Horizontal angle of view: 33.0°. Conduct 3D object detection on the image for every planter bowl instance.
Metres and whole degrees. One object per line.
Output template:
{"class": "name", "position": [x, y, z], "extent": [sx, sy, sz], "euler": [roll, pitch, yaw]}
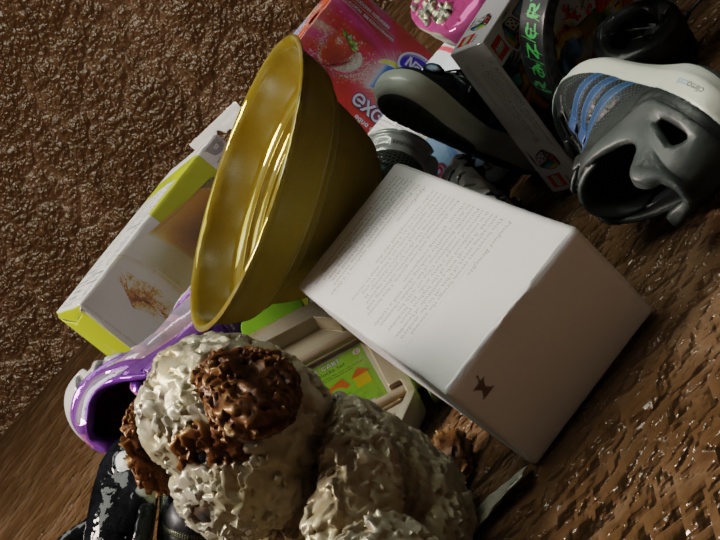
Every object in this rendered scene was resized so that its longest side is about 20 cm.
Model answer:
{"class": "planter bowl", "position": [-0.041, -0.045, 0.799], "extent": [0.200, 0.083, 0.201], "euler": [-162, 90, -72]}

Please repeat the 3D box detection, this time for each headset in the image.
{"class": "headset", "position": [0.180, -0.180, 0.815], "extent": [0.199, 0.124, 0.094], "euler": [-24, 29, -25]}

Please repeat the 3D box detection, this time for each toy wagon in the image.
{"class": "toy wagon", "position": [-0.037, 0.070, 0.797], "extent": [0.155, 0.040, 0.200], "euler": [-28, 39, -2]}

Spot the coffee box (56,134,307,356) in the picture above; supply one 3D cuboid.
{"class": "coffee box", "position": [-0.141, 0.024, 1.142], "extent": [0.198, 0.200, 0.200], "euler": [-54, 13, -15]}

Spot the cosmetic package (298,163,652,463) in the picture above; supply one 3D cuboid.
{"class": "cosmetic package", "position": [0.053, 0.014, 0.666], "extent": [0.102, 0.071, 0.200], "euler": [-51, 27, -3]}

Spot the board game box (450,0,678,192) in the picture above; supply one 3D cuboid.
{"class": "board game box", "position": [0.149, -0.170, 0.855], "extent": [0.035, 0.126, 0.200], "euler": [-11, 38, 48]}

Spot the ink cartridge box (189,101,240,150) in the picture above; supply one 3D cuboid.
{"class": "ink cartridge box", "position": [-0.063, -0.098, 1.230], "extent": [0.050, 0.200, 0.162], "euler": [-54, 13, -22]}

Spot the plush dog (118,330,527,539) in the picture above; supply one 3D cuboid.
{"class": "plush dog", "position": [-0.033, 0.096, 0.599], "extent": [0.200, 0.172, 0.161], "euler": [-34, 19, 54]}

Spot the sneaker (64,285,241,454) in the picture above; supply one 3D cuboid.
{"class": "sneaker", "position": [-0.138, 0.073, 0.913], "extent": [0.200, 0.081, 0.088], "euler": [-37, 10, 1]}

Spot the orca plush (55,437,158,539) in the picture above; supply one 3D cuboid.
{"class": "orca plush", "position": [-0.184, 0.210, 0.847], "extent": [0.105, 0.071, 0.201], "euler": [-174, 91, -84]}

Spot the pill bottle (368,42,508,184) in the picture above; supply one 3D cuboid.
{"class": "pill bottle", "position": [0.052, -0.082, 0.990], "extent": [0.200, 0.109, 0.109], "euler": [-50, 12, -1]}

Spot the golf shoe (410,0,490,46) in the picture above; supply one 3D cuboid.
{"class": "golf shoe", "position": [0.082, -0.207, 0.919], "extent": [0.075, 0.091, 0.200], "euler": [-45, 25, 18]}

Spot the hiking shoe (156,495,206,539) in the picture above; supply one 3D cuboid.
{"class": "hiking shoe", "position": [-0.105, 0.143, 0.886], "extent": [0.200, 0.075, 0.101], "euler": [-92, 14, -59]}

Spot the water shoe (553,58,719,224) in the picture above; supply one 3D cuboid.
{"class": "water shoe", "position": [0.140, -0.070, 0.675], "extent": [0.079, 0.072, 0.200], "euler": [-46, 12, -6]}

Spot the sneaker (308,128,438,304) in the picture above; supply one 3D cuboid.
{"class": "sneaker", "position": [0.000, 0.000, 0.880], "extent": [0.091, 0.077, 0.201], "euler": [-75, -2, -60]}

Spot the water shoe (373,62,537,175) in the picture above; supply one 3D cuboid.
{"class": "water shoe", "position": [0.078, -0.127, 0.863], "extent": [0.071, 0.200, 0.079], "euler": [19, 92, 33]}

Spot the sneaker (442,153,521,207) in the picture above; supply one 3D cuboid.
{"class": "sneaker", "position": [0.070, -0.024, 0.848], "extent": [0.091, 0.066, 0.200], "euler": [-45, 15, 10]}

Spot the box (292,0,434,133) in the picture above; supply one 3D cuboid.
{"class": "box", "position": [0.024, -0.154, 1.085], "extent": [0.096, 0.200, 0.100], "euler": [-52, 12, -4]}
